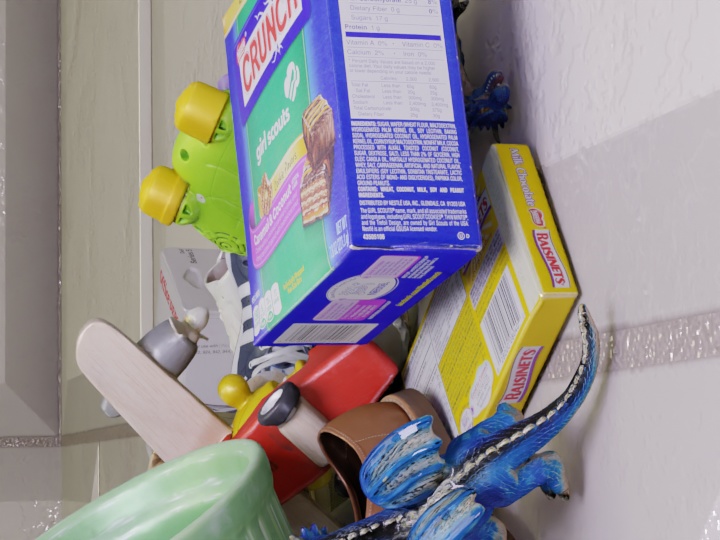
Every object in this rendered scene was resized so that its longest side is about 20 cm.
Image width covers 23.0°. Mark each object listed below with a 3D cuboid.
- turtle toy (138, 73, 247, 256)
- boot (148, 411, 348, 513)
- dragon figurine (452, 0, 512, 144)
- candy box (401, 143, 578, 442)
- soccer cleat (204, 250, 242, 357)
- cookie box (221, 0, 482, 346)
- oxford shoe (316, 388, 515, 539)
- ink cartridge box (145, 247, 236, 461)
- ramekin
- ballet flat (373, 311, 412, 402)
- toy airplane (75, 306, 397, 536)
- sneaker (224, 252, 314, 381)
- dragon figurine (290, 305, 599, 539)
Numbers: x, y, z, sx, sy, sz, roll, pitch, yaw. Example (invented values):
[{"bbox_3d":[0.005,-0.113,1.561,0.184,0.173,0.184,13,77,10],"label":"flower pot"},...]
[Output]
[{"bbox_3d":[-0.060,-0.092,1.245,0.101,0.145,0.201,-73,9,-56],"label":"turtle toy"},{"bbox_3d":[-0.074,0.173,1.214,0.073,0.154,0.201,-109,25,-50],"label":"boot"},{"bbox_3d":[0.031,-0.094,1.027,0.200,0.058,0.101,141,128,-68],"label":"dragon figurine"},{"bbox_3d":[0.065,0.037,0.960,0.201,0.026,0.103,109,156,-48],"label":"candy box"},{"bbox_3d":[-0.089,0.029,1.413,0.069,0.077,0.202,-118,32,-59],"label":"soccer cleat"},{"bbox_3d":[-0.011,-0.079,0.949,0.171,0.074,0.202,137,130,-62],"label":"cookie box"},{"bbox_3d":[0.037,0.153,0.939,0.201,0.071,0.072,55,145,37],"label":"oxford shoe"},{"bbox_3d":[-0.133,0.099,1.556,0.146,0.083,0.202,-122,36,-62],"label":"ink cartridge box"},{"bbox_3d":[-0.116,0.184,0.940,0.098,0.199,0.200,61,167,-9],"label":"ramekin"},{"bbox_3d":[0.000,0.000,1.090,0.071,0.070,0.202,-121,21,-61],"label":"ballet flat"},{"bbox_3d":[-0.070,0.119,1.090,0.141,0.197,0.202,-73,-18,-61],"label":"toy airplane"},{"bbox_3d":[-0.061,0.043,1.329,0.109,0.069,0.202,-117,27,-63],"label":"sneaker"},{"bbox_3d":[0.041,0.103,0.839,0.200,0.099,0.059,-50,62,36],"label":"dragon figurine"}]
